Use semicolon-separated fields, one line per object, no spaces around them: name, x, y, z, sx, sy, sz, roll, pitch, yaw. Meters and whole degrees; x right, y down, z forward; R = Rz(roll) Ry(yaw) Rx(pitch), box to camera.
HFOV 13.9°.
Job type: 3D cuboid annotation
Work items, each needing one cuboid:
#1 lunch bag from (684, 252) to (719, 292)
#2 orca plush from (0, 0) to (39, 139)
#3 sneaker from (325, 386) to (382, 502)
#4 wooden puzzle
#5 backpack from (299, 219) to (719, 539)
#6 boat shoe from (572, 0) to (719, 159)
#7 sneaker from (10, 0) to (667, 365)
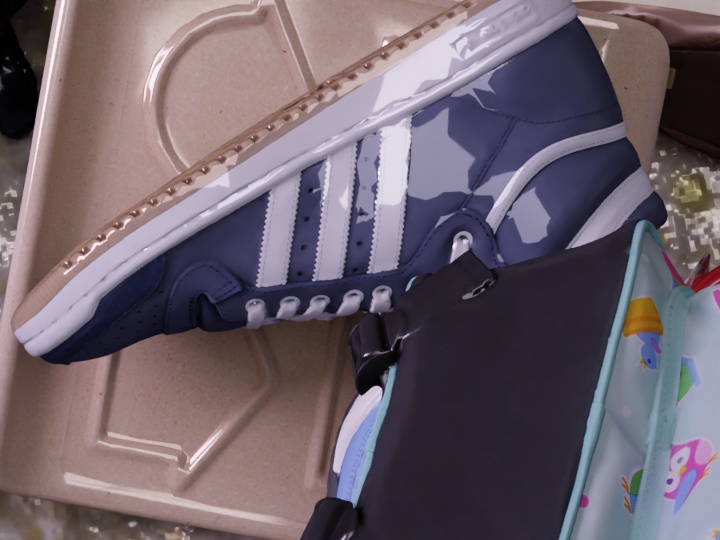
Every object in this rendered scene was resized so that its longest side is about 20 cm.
lunch bag;0.181;0.077;0.957;0.175;0.082;0.201;-22;79;-6
orca plush;-0.132;-0.055;0.967;0.071;0.105;0.201;25;72;-33
sneaker;0.027;0.127;0.908;0.075;0.077;0.201;-3;88;-4
wooden puzzle;-0.012;-0.005;0.957;0.199;0.046;0.186;10;94;-7
backpack;0.089;0.104;0.828;0.153;0.200;0.176;-10;42;24
boat shoe;0.114;-0.088;0.999;0.201;0.075;0.075;12;53;-6
sneaker;0.000;0.000;0.900;0.199;0.070;0.109;-32;96;-5
